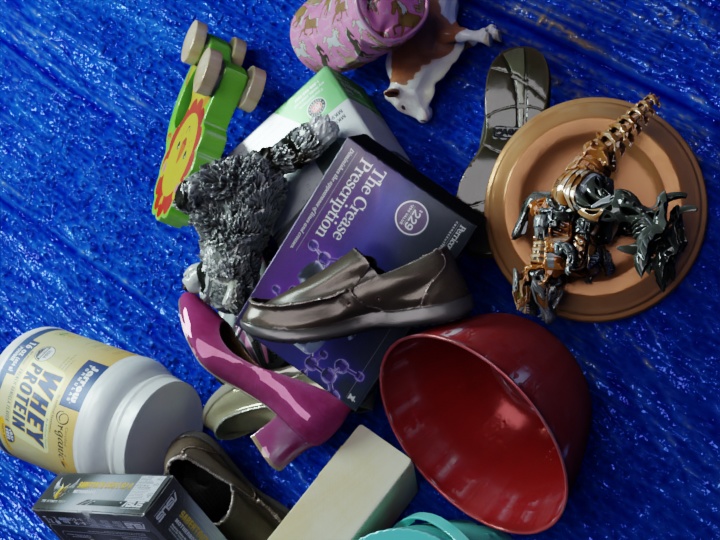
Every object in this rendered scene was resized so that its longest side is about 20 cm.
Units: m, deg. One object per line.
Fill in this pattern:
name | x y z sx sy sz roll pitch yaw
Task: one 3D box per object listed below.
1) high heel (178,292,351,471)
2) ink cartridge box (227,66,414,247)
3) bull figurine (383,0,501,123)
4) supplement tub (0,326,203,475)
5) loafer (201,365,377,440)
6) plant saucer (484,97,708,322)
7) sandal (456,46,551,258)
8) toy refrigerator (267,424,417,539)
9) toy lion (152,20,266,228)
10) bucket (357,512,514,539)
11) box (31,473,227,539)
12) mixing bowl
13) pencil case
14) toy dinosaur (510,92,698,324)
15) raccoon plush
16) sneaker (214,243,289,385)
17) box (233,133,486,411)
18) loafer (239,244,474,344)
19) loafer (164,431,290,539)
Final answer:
high heel | -0.093 0.082 1.095 0.096 0.067 0.201 -39 66 11
ink cartridge box | -0.020 -0.076 1.162 0.146 0.084 0.201 -39 64 16
bull figurine | 0.077 -0.252 1.162 0.120 0.065 0.203 -6 78 23
supplement tub | -0.277 0.149 1.216 0.198 0.144 0.146 14 85 30
loafer | -0.069 0.132 1.147 0.198 0.076 0.069 -24 63 21
plant saucer | 0.206 -0.055 1.033 0.198 0.037 0.203 0 88 14
sandal | 0.138 -0.109 1.101 0.081 0.055 0.203 6 83 14
toy refrigerator | -0.035 0.244 1.055 0.070 0.076 0.200 32 68 24
toy lion | -0.174 -0.147 1.234 0.193 0.068 0.200 -64 23 17
bucket | 0.062 0.311 1.002 0.205 0.134 0.210 -6 76 26
box | -0.203 0.264 1.117 0.199 0.159 0.048 -9 35 45
mixing bowl | 0.124 0.112 1.004 0.199 0.202 0.108 30 51 30
pencil case | -0.004 -0.247 1.138 0.083 0.087 0.200 -41 15 -16
toy dinosaur | 0.198 -0.048 0.973 0.135 0.102 0.202 28 116 29
raccoon plush | -0.090 -0.045 1.097 0.199 0.097 0.135 -33 73 21
sneaker | -0.102 0.019 1.203 0.085 0.080 0.203 -3 78 7
box | 0.000 0.000 1.052 0.140 0.079 0.201 33 104 4
loafer | -0.006 0.017 0.985 0.197 0.073 0.072 -8 93 4
loafer | -0.121 0.243 1.121 0.200 0.071 0.073 41 101 7
